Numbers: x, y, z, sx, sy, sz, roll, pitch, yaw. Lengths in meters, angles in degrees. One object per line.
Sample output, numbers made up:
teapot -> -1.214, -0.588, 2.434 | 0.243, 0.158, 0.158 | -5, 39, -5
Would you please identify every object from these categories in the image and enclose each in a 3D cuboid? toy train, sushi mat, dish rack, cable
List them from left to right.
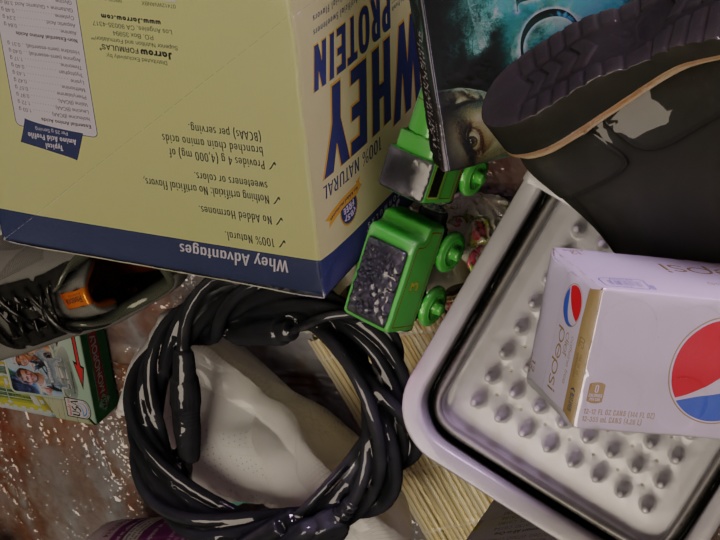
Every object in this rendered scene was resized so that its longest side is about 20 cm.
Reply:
cable -> -0.048, 0.076, 1.130 | 0.200, 0.051, 0.163 | -47, 68, 34
toy train -> 0.039, -0.061, 1.028 | 0.042, 0.056, 0.201 | 25, 106, 30
sushi mat -> 0.053, 0.108, 1.197 | 0.095, 0.012, 0.200 | -19, 108, 38
dish rack -> 0.133, 0.037, 1.040 | 0.171, 0.044, 0.200 | 31, 97, 8

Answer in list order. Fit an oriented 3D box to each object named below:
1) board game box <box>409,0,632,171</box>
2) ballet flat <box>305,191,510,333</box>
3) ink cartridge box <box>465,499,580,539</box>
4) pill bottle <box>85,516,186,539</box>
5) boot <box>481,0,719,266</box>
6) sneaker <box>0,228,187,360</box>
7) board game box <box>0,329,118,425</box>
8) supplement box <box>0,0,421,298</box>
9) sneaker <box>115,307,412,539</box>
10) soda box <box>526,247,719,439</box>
board game box -> 0.085, -0.154, 0.953 | 0.135, 0.028, 0.201 | -15, 118, -9
ballet flat -> 0.000, 0.000, 1.127 | 0.199, 0.064, 0.076 | -15, 112, 36
ink cartridge box -> 0.104, 0.181, 1.090 | 0.068, 0.200, 0.115 | -12, 112, 35
pill bottle -> -0.074, 0.205, 1.267 | 0.199, 0.112, 0.113 | -7, 115, 33
boot -> 0.175, -0.071, 0.937 | 0.200, 0.078, 0.138 | -22, 125, 33
sneaker -> -0.176, 0.007, 1.193 | 0.200, 0.079, 0.074 | -24, 114, 23
board game box -> -0.227, -0.005, 1.279 | 0.134, 0.029, 0.201 | 8, 122, 25
supplement box -> -0.083, -0.117, 1.055 | 0.199, 0.134, 0.201 | 10, 123, 25
sneaker -> -0.059, 0.113, 1.203 | 0.200, 0.075, 0.089 | 40, 103, 21
soda box -> 0.182, 0.038, 0.953 | 0.199, 0.064, 0.068 | 6, 106, -17
